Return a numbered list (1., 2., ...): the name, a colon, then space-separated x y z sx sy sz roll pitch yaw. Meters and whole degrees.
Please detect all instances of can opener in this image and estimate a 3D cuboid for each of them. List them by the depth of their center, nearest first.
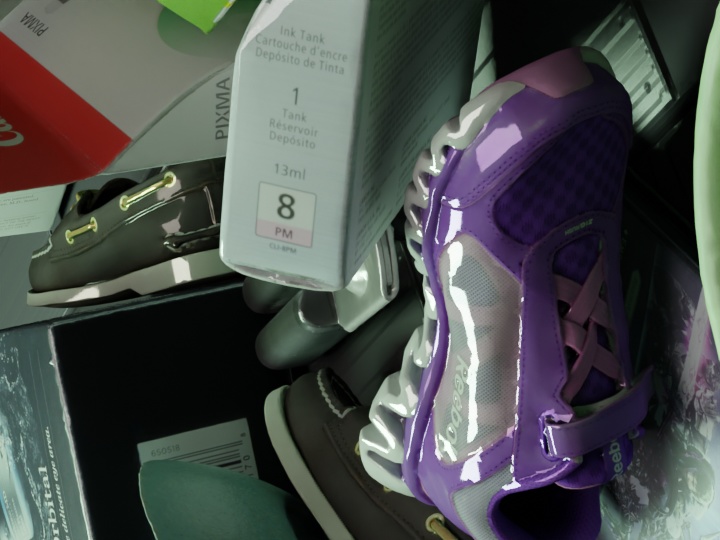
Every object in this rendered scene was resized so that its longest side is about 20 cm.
1. can opener: 0.000 0.000 0.855 0.200 0.067 0.053 136 122 -74

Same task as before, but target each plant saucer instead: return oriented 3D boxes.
1. plant saucer: -0.012 0.146 0.841 0.201 0.039 0.201 51 -175 -6

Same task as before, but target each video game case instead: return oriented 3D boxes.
1. video game case: 0.092 0.045 0.714 0.200 0.019 0.143 49 140 45

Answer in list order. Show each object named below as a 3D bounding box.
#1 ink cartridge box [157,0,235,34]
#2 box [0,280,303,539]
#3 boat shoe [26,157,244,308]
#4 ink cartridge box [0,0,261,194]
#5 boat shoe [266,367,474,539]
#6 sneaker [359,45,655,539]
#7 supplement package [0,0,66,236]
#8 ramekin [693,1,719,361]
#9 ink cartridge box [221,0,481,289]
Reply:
1. ink cartridge box: -0.012 -0.189 0.694 0.076 0.148 0.200 37 150 -9
2. box: -0.111 0.115 1.019 0.200 0.117 0.197 -11 91 64
3. boat shoe: -0.112 -0.017 1.039 0.201 0.072 0.061 -10 90 55
4. ink cartridge box: -0.106 -0.088 0.858 0.161 0.200 0.050 38 130 53
5. boat shoe: 0.019 0.094 0.815 0.061 0.072 0.201 -42 35 6
6. sneaker: 0.060 0.022 0.674 0.088 0.080 0.200 49 145 36
7. supplement package: -0.223 -0.119 1.166 0.121 0.120 0.200 68 151 27
8. ramekin: 0.170 -0.012 0.452 0.200 0.098 0.200 30 124 58
9. ink cartridge box: 0.008 -0.116 0.678 0.163 0.057 0.200 -54 -29 -60
